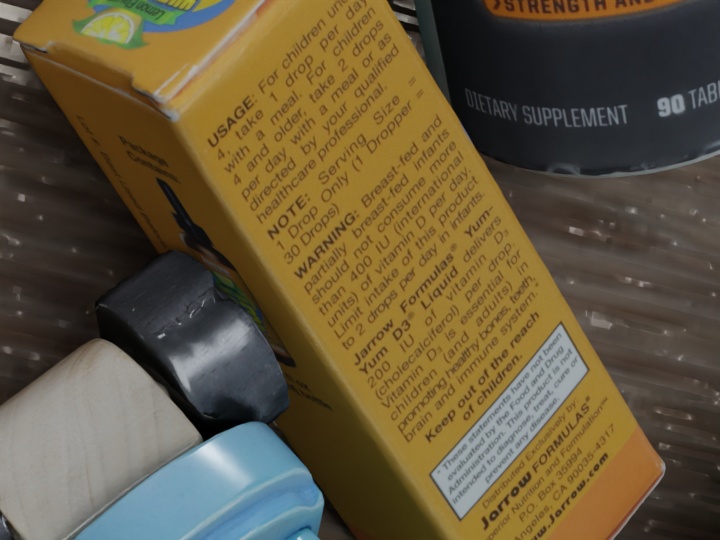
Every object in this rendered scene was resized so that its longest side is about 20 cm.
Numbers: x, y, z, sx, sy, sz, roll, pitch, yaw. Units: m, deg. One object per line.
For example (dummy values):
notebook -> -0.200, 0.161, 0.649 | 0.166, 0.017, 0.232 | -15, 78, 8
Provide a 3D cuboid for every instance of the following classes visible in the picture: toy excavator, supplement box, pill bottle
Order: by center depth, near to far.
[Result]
toy excavator -> -0.026, 0.124, 0.721 | 0.100, 0.194, 0.200 | -35, 72, -20
supplement box -> 0.000, 0.000, 0.722 | 0.069, 0.067, 0.200 | -48, 132, -16
pill bottle -> 0.052, -0.131, 0.728 | 0.106, 0.106, 0.200 | -28, 126, -20
